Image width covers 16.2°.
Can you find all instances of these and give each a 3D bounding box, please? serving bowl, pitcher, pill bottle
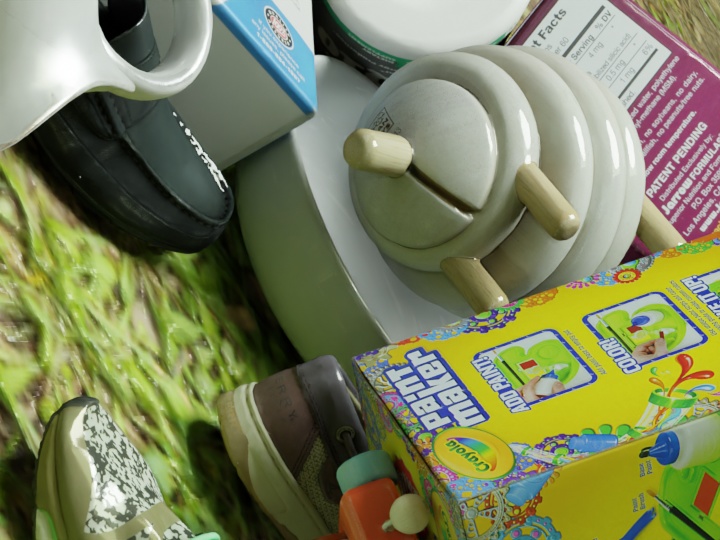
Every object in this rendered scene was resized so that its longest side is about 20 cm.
[{"bbox_3d":[0.000,0.000,1.203,0.200,0.066,0.200,49,23,-29],"label":"serving bowl"},{"bbox_3d":[-0.127,-0.152,0.940,0.171,0.121,0.201,-20,104,-52],"label":"pitcher"},{"bbox_3d":[0.026,-0.144,1.297,0.113,0.113,0.200,62,-6,5],"label":"pill bottle"}]

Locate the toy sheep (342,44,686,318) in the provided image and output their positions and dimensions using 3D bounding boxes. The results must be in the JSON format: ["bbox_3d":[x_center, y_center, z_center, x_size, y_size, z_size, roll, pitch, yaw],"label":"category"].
[{"bbox_3d":[0.062,-0.038,1.127,0.200,0.138,0.138,18,46,-54],"label":"toy sheep"}]

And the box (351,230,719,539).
[{"bbox_3d":[0.119,0.114,1.021,0.122,0.192,0.201,-128,-156,-57],"label":"box"}]

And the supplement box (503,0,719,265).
[{"bbox_3d":[0.145,-0.043,1.281,0.200,0.103,0.131,39,-12,2],"label":"supplement box"}]

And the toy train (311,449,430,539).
[{"bbox_3d":[0.019,0.179,0.969,0.150,0.055,0.200,99,-29,-67],"label":"toy train"}]

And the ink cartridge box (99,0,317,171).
[{"bbox_3d":[-0.094,-0.158,1.162,0.145,0.084,0.200,47,24,-33],"label":"ink cartridge box"}]

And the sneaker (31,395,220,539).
[{"bbox_3d":[-0.043,0.127,0.902,0.200,0.088,0.077,61,21,2],"label":"sneaker"}]

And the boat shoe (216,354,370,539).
[{"bbox_3d":[0.014,0.109,1.087,0.200,0.065,0.072,51,19,-35],"label":"boat shoe"}]

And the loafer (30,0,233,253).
[{"bbox_3d":[-0.112,-0.084,1.043,0.201,0.070,0.068,48,24,-30],"label":"loafer"}]
